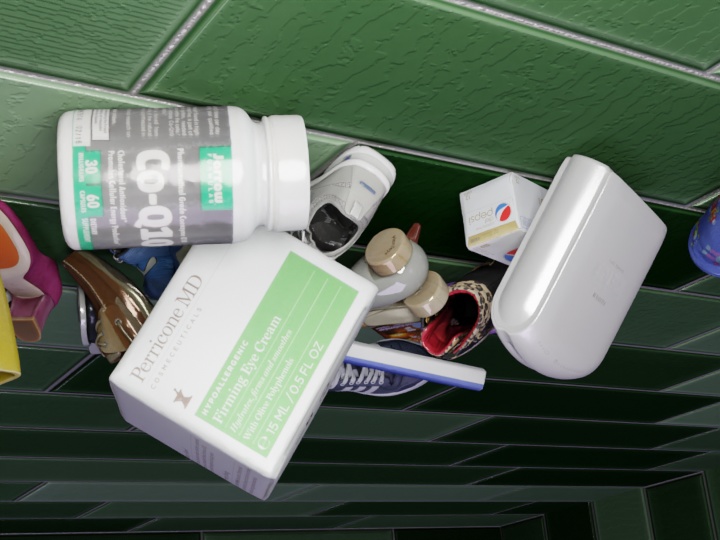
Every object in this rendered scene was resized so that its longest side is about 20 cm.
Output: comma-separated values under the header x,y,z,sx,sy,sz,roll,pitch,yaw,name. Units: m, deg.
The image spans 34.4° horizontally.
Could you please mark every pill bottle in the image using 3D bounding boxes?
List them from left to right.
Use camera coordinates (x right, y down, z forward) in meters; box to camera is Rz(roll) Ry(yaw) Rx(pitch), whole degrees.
x,y,z,sx,sy,sz,roll,pitch,yaw,name
-0.144,-0.077,0.956,0.196,0.115,0.113,-3,160,-9,pill bottle

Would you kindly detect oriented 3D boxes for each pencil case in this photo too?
x,y,z,sx,sy,sz,roll,pitch,yaw,name
0.414,-0.058,1.224,0.085,0.079,0.200,17,161,3,pencil case

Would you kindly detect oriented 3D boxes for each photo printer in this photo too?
x,y,z,sx,sy,sz,roll,pitch,yaw,name
0.216,0.008,1.163,0.069,0.202,0.166,26,176,41,photo printer

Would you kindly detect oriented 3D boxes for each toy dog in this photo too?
x,y,z,sx,sy,sz,roll,pitch,yaw,name
0.000,0.000,1.253,0.196,0.097,0.133,-1,134,16,toy dog

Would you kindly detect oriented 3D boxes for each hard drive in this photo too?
x,y,z,sx,sy,sz,roll,pitch,yaw,name
0.027,0.101,1.315,0.197,0.026,0.132,13,175,-16,hard drive

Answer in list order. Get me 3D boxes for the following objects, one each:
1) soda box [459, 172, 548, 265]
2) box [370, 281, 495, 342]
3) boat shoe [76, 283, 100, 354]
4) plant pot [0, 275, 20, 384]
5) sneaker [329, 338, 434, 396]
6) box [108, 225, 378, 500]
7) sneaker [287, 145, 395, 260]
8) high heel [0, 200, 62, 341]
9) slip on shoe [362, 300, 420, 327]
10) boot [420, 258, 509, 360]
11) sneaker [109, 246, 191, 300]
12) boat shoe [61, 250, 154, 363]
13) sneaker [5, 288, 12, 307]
x,y,z,sx,sy,sz,roll,pitch,yaw,name
0.189,-0.040,1.232,0.067,0.065,0.199,-20,155,35,soda box
0.123,0.055,1.507,0.197,0.040,0.137,-13,160,17,box
-0.291,0.054,1.344,0.059,0.077,0.200,-3,172,-7,boat shoe
-0.438,0.016,1.030,0.198,0.179,0.199,-20,156,35,plant pot
-0.010,0.115,1.405,0.196,0.071,0.108,-1,172,8,sneaker
-0.109,0.079,1.086,0.170,0.201,0.200,29,162,2,box
-0.044,-0.041,1.105,0.074,0.083,0.200,33,142,-8,sneaker
-0.346,-0.024,1.171,0.066,0.097,0.202,5,140,0,high heel
-0.017,0.042,1.401,0.196,0.062,0.076,-7,179,10,slip on shoe
0.113,0.055,1.325,0.200,0.073,0.150,-44,172,37,boot
-0.203,-0.032,1.144,0.088,0.080,0.201,9,151,-9,sneaker
-0.241,0.062,1.206,0.074,0.200,0.076,-46,174,-12,boat shoe
-0.399,0.027,1.230,0.070,0.100,0.200,-3,-175,10,sneaker
